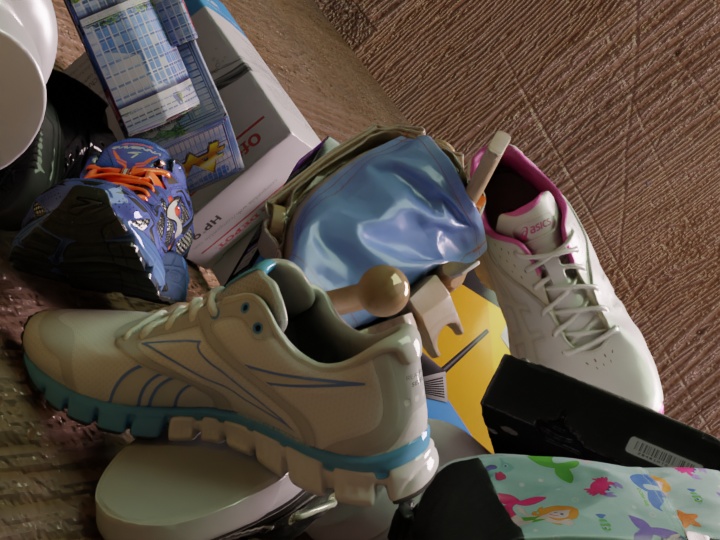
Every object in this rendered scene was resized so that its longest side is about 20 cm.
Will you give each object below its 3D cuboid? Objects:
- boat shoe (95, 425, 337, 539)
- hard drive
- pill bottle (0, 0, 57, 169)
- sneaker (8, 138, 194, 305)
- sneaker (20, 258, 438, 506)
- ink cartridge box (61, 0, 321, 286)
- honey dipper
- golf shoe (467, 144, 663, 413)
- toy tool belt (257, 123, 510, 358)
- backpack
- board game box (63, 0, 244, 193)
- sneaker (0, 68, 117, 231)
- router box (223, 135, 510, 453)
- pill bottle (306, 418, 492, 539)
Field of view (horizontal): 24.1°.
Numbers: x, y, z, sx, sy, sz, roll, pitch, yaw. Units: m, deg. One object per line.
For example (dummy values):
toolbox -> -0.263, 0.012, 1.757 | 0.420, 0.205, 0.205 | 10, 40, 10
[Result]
boat shoe -> -0.044, 0.097, 0.768 | 0.071, 0.064, 0.200 | 17, 23, 30
hard drive -> 0.144, 0.119, 0.936 | 0.139, 0.038, 0.200 | 22, -20, 20
pill bottle -> -0.207, -0.129, 0.808 | 0.112, 0.112, 0.200 | 43, 12, -37
sneaker -> -0.120, -0.029, 0.821 | 0.075, 0.079, 0.200 | 10, -4, -1
sneaker -> -0.057, 0.031, 0.728 | 0.200, 0.087, 0.075 | 12, 26, 20
ink cartridge box -> -0.101, -0.086, 1.115 | 0.200, 0.116, 0.068 | 55, 11, 27
honey dipper -> -0.049, 0.022, 0.785 | 0.038, 0.200, 0.038 | 13, 70, -39
golf shoe -> 0.110, 0.011, 0.977 | 0.200, 0.075, 0.092 | 60, -5, 31
toy tool belt -> 0.000, 0.000, 0.927 | 0.125, 0.200, 0.123 | 47, -31, -7
backpack -> 0.119, 0.179, 0.773 | 0.199, 0.178, 0.151 | 2, 27, -24
board game box -> -0.125, -0.134, 0.938 | 0.200, 0.062, 0.200 | -144, -151, -79
sneaker -> -0.165, -0.064, 0.910 | 0.104, 0.060, 0.200 | 40, 12, -37
router box -> 0.016, 0.037, 1.032 | 0.200, 0.149, 0.051 | 36, -30, -15
pill bottle -> 0.047, 0.151, 0.930 | 0.200, 0.109, 0.109 | 43, 12, -37
